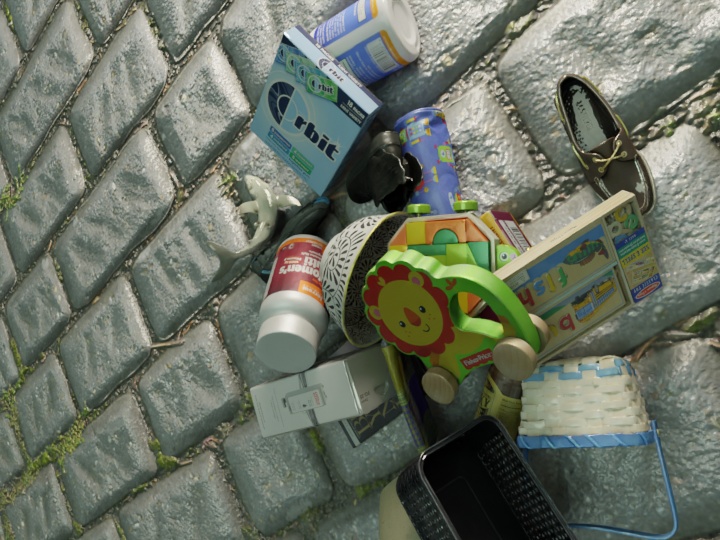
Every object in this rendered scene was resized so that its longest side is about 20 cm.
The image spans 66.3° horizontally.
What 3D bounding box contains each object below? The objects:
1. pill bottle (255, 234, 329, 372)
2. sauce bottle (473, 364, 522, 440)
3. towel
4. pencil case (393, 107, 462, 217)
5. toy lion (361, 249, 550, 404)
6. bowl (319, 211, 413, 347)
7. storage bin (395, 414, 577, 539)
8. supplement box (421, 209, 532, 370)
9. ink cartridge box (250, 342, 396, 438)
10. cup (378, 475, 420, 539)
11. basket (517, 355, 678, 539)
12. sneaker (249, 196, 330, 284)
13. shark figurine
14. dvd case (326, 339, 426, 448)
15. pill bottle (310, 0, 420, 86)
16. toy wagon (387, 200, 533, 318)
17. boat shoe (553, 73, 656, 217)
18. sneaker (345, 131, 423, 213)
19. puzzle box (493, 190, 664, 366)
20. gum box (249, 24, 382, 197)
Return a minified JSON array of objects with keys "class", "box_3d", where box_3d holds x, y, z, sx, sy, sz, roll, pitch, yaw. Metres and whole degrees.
[{"class":"pill bottle","box_3d":[-0.097,0.048,0.856,0.106,0.203,0.112,3,133,4]},{"class":"sauce bottle","box_3d":[0.203,0.173,0.775,0.063,0.064,0.206,19,101,30]},{"class":"towel","box_3d":[0.075,0.177,0.794,0.022,0.144,0.205,-19,91,9]},{"class":"pencil case","box_3d":[0.110,-0.132,0.807,0.078,0.085,0.206,-24,77,56]},{"class":"toy lion","box_3d":[0.095,0.054,0.659,0.193,0.068,0.199,53,138,-4]},{"class":"bowl","box_3d":[0.000,0.000,0.813,0.093,0.199,0.206,21,104,29]},{"class":"storage bin","box_3d":[0.149,0.298,0.654,0.202,0.133,0.094,58,150,22]},{"class":"supplement box","box_3d":[0.153,0.028,0.774,0.199,0.102,0.133,-41,72,28]},{"class":"ink cartridge box","box_3d":[-0.051,0.186,0.870,0.196,0.145,0.085,-22,84,30]},{"class":"cup","box_3d":[0.102,0.365,0.788,0.201,0.198,0.145,-48,55,25]},{"class":"basket","box_3d":[0.280,0.211,0.674,0.173,0.138,0.206,-9,72,34]},{"class":"sneaker","box_3d":[-0.108,-0.046,0.970,0.082,0.073,0.200,44,117,-3]},{"class":"shark figurine","box_3d":[-0.182,-0.066,0.988,0.125,0.218,0.090,14,144,2]},{"class":"dvd case","box_3d":[0.016,0.182,0.922,0.200,0.016,0.150,-43,71,27]},{"class":"pill bottle","box_3d":[-0.014,-0.340,0.856,0.196,0.111,0.115,-16,84,32]},{"class":"toy wagon","box_3d":[0.125,-0.009,0.706,0.195,0.039,0.160,-1,91,34]},{"class":"boat shoe","box_3d":[0.304,-0.156,0.691,0.071,0.059,0.204,-29,77,29]},{"class":"sneaker","box_3d":[0.031,-0.123,0.814,0.200,0.058,0.107,127,133,-59]},{"class":"puzzle box","box_3d":[0.258,0.015,0.661,0.197,0.025,0.135,-32,113,0]},{"class":"gum box","box_3d":[-0.078,-0.240,0.863,0.169,0.045,0.200,43,141,1]}]
